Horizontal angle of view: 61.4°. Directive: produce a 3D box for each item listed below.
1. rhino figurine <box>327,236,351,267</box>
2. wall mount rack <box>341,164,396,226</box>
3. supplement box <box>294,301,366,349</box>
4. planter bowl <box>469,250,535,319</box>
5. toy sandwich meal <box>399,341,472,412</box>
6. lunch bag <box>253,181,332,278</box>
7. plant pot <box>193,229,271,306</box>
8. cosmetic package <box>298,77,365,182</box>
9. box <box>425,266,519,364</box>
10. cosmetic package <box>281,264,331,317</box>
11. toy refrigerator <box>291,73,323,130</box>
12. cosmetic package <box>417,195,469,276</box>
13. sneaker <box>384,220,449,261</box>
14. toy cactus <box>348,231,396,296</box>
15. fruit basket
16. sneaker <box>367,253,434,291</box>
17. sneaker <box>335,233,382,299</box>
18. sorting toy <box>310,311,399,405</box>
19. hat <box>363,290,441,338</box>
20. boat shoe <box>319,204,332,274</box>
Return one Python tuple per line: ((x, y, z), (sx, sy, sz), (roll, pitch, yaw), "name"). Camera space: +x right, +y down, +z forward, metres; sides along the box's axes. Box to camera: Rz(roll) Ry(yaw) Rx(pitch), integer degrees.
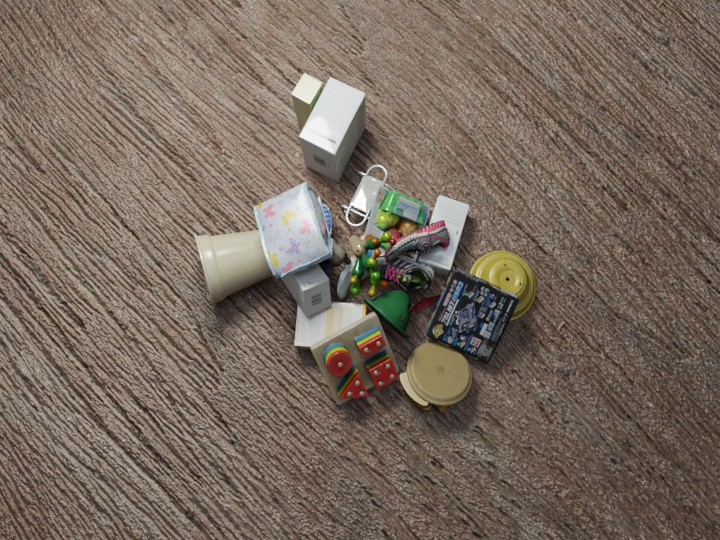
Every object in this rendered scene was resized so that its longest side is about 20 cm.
((-0.113, -0.080, 1.657), (0.198, 0.087, 0.060), (39, 86, 9), "rhino figurine")
((0.044, -0.196, 1.769), (0.170, 0.075, 0.204), (26, 78, 10), "wall mount rack")
((-0.081, 0.156, 1.680), (0.193, 0.074, 0.130), (4, 76, 2), "supplement box")
((0.405, 0.033, 1.700), (0.194, 0.084, 0.207), (0, 77, 0), "planter bowl")
((0.206, 0.291, 1.646), (0.198, 0.071, 0.210), (4, 54, -5), "toy sandwich meal")
((-0.168, -0.092, 1.564), (0.166, 0.127, 0.205), (-24, 65, 11), "lunch bag")
((-0.348, -0.023, 1.682), (0.179, 0.201, 0.206), (-15, 76, -15), "plant pot")
((-0.076, -0.402, 1.751), (0.120, 0.200, 0.204), (26, 77, 7), "cosmetic package")
((0.301, 0.123, 1.646), (0.194, 0.050, 0.205), (23, 103, 1), "box")
((-0.162, 0.013, 1.655), (0.083, 0.109, 0.201), (-22, 50, -19), "cosmetic package")
((-0.144, -0.476, 1.770), (0.069, 0.200, 0.077), (28, 77, 7), "toy refrigerator")
((0.237, -0.099, 1.740), (0.099, 0.074, 0.205), (17, 76, 5), "cosmetic package")
((0.156, -0.070, 1.653), (0.195, 0.081, 0.077), (-23, 92, -10), "sneaker")
((0.023, -0.035, 1.620), (0.100, 0.203, 0.166), (1, 37, -33), "toy cactus")
((0.102, -0.114, 1.709), (0.181, 0.093, 0.206), (18, 83, -24), "fruit basket")
((0.112, 0.009, 1.667), (0.194, 0.088, 0.076), (13, 111, -6), "sneaker")
((0.000, 0.000, 1.720), (0.090, 0.076, 0.204), (28, 79, 3), "sneaker")
((-0.005, 0.249, 1.600), (0.195, 0.070, 0.204), (-27, 119, -6), "sorting toy")
((0.123, 0.067, 1.651), (0.165, 0.200, 0.177), (39, 85, 15), "hat")
((-0.112, -0.084, 1.739), (0.070, 0.072, 0.207), (1, 82, 3), "boat shoe")
